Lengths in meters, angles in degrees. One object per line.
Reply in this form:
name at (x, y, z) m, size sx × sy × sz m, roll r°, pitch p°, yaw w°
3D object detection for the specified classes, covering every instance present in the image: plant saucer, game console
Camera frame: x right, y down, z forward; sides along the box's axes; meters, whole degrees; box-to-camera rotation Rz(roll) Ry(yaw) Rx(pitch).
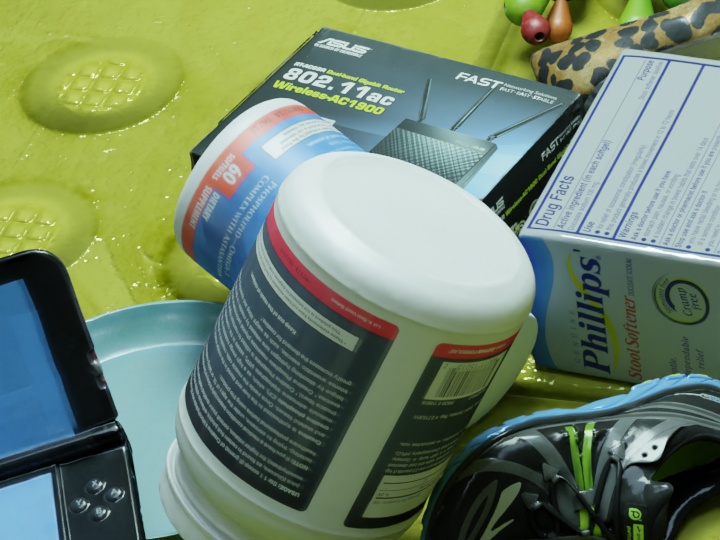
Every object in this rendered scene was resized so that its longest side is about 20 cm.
plant saucer at (-0.116, 0.090, 1.620) m, size 0.200 × 0.027 × 0.200 m, roll -5°, pitch 39°, yaw 4°
game console at (-0.228, 0.110, 1.515) m, size 0.200 × 0.119 × 0.172 m, roll -18°, pitch 45°, yaw 4°

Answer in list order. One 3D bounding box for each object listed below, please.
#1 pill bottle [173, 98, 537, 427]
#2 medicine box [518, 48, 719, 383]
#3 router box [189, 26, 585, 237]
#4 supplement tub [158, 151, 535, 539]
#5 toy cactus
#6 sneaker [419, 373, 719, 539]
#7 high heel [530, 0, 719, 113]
pill bottle at (0.000, 0.000, 1.619) m, size 0.200 × 0.112 × 0.112 m, roll 37°, pitch 56°, yaw 23°
medicine box at (0.214, -0.024, 1.633) m, size 0.200 × 0.103 × 0.182 m, roll 9°, pitch 42°, yaw 22°
router box at (0.019, -0.067, 1.758) m, size 0.200 × 0.062 × 0.150 m, roll 17°, pitch 44°, yaw 29°
supplement tub at (-0.010, 0.054, 1.462) m, size 0.140 × 0.200 × 0.140 m, roll 21°, pitch 28°, yaw -12°
toy cactus at (0.170, -0.214, 1.897) m, size 0.200 × 0.102 × 0.165 m, roll -29°, pitch 32°, yaw -10°
sneaker at (0.122, 0.115, 1.506) m, size 0.199 × 0.071 × 0.083 m, roll -19°, pitch 37°, yaw -14°
high heel at (0.202, -0.172, 1.807) m, size 0.142 × 0.071 × 0.200 m, roll 24°, pitch 73°, yaw 28°
